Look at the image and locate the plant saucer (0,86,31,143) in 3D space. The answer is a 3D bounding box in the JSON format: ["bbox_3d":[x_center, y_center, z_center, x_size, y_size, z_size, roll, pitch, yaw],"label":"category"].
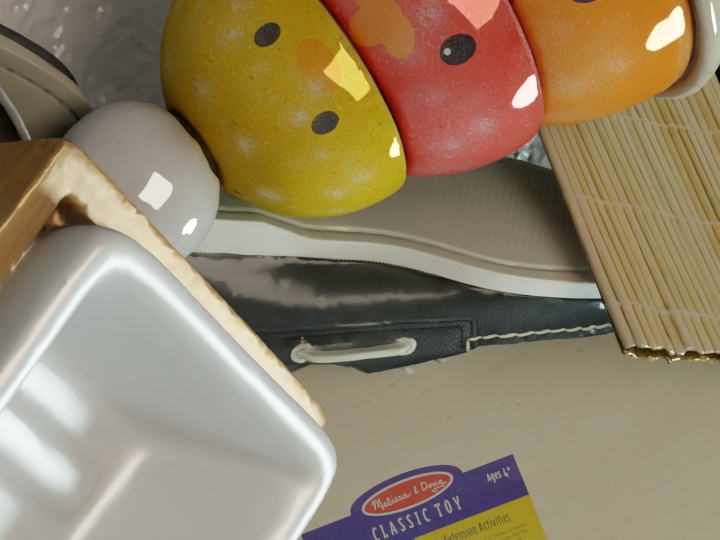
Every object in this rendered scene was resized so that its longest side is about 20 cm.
[{"bbox_3d":[-0.182,-0.001,0.685,0.199,0.032,0.201,-14,131,-17],"label":"plant saucer"}]

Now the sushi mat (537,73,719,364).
[{"bbox_3d":[0.090,-0.050,0.837,0.095,0.012,0.201,6,50,-33],"label":"sushi mat"}]

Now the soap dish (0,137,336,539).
[{"bbox_3d":[-0.108,0.078,0.676,0.201,0.081,0.157,-54,143,-10],"label":"soap dish"}]

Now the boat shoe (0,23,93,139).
[{"bbox_3d":[-0.165,-0.069,0.710,0.199,0.063,0.073,11,131,-32],"label":"boat shoe"}]

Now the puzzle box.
[{"bbox_3d":[0.069,0.069,0.840,0.199,0.025,0.134,-20,78,-11],"label":"puzzle box"}]

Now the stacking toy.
[{"bbox_3d":[-0.006,-0.061,0.741,0.200,0.146,0.147,-39,115,-13],"label":"stacking toy"}]

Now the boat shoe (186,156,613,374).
[{"bbox_3d":[0.000,0.000,0.810,0.198,0.076,0.061,8,121,-11],"label":"boat shoe"}]

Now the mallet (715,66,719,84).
[{"bbox_3d":[0.120,0.004,0.934,0.041,0.066,0.201,24,97,-38],"label":"mallet"}]
